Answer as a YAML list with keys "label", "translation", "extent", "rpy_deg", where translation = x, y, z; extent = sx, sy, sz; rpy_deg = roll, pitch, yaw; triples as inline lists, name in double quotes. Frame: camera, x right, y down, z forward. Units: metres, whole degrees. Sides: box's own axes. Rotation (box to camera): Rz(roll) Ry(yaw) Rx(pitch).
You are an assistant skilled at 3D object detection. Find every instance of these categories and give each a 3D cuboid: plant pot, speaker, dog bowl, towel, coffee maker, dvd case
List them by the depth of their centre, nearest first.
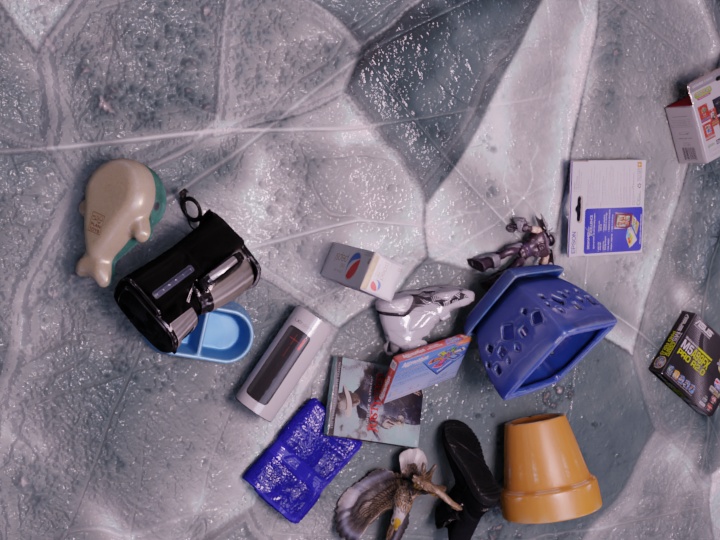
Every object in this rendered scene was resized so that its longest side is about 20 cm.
- label: "coffee maker"
  translation: [-0.293, 0.006, 1.304]
  extent: [0.192, 0.135, 0.200]
  rpy_deg: [38, 53, 18]
- label: "dog bowl"
  translation: [-0.273, 0.102, 1.387]
  extent: [0.198, 0.049, 0.113]
  rpy_deg: [13, 91, -24]
- label: "speaker"
  translation: [-0.134, 0.162, 1.438]
  extent: [0.081, 0.081, 0.201]
  rpy_deg: [37, 82, -22]
- label: "towel"
  translation: [-0.101, 0.352, 1.492]
  extent: [0.148, 0.049, 0.200]
  rpy_deg: [45, 79, -22]
- label: "dvd case"
  translation: [0.029, 0.249, 1.525]
  extent: [0.198, 0.022, 0.148]
  rpy_deg: [15, 74, -25]
- label: "plant pot"
  translation: [0.326, 0.102, 1.528]
  extent: [0.199, 0.180, 0.201]
  rpy_deg: [-5, 141, -44]
- label: "plant pot"
  translation: [0.368, 0.390, 1.632]
  extent: [0.198, 0.200, 0.186]
  rpy_deg: [-7, 84, -22]

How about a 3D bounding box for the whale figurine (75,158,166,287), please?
- label: "whale figurine"
  translation: [-0.378, -0.073, 1.285]
  extent: [0.104, 0.158, 0.202]
  rpy_deg: [19, 90, -61]

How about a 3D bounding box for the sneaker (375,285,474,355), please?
- label: "sneaker"
  translation: [0.126, 0.096, 1.546]
  extent: [0.198, 0.075, 0.116]
  rpy_deg: [-8, 101, -18]

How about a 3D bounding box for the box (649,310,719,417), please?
- label: "box"
  translation: [0.767, 0.214, 1.847]
  extent: [0.199, 0.044, 0.161]
  rpy_deg: [38, 82, -23]

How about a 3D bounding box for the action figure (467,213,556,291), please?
- label: "action figure"
  translation: [0.316, -0.035, 1.614]
  extent: [0.199, 0.069, 0.131]
  rpy_deg: [-27, 99, -22]

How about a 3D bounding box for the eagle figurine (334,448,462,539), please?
- label: "eagle figurine"
  translation: [0.064, 0.449, 1.546]
  extent: [0.150, 0.200, 0.153]
  rpy_deg: [-6, 59, -56]

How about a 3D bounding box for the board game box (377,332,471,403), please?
- label: "board game box"
  translation: [0.123, 0.181, 1.524]
  extent: [0.199, 0.019, 0.104]
  rpy_deg: [-12, 133, -41]

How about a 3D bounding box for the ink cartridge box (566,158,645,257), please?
- label: "ink cartridge box"
  translation: [0.504, -0.132, 1.694]
  extent: [0.198, 0.047, 0.200]
  rpy_deg: [-3, 99, -21]

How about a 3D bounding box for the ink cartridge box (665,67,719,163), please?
- label: "ink cartridge box"
  translation: [0.769, -0.351, 1.755]
  extent: [0.199, 0.084, 0.177]
  rpy_deg: [-26, 106, -18]

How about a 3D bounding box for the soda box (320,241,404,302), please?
- label: "soda box"
  translation: [0.000, 0.000, 1.408]
  extent: [0.063, 0.200, 0.069]
  rpy_deg: [24, 87, -23]

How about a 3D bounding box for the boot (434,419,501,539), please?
- label: "boot"
  translation: [0.186, 0.421, 1.598]
  extent: [0.076, 0.201, 0.169]
  rpy_deg: [4, 130, -30]
